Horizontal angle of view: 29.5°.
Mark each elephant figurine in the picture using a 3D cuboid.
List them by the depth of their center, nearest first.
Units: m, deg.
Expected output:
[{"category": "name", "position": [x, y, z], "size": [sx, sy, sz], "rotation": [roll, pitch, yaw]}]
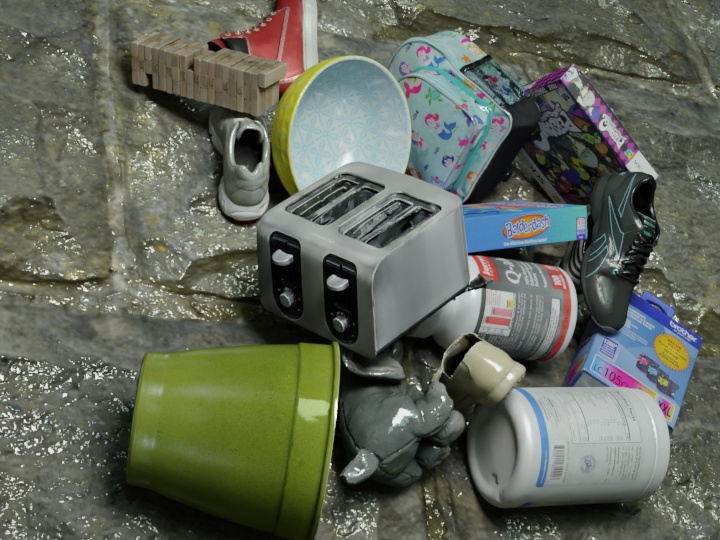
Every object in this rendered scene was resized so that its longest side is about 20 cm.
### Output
[{"category": "elephant figurine", "position": [0.008, 0.132, 1.491], "size": [0.141, 0.155, 0.200], "rotation": [-41, 61, 1]}]

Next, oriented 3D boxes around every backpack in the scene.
[{"category": "backpack", "position": [0.107, -0.202, 1.759], "size": [0.149, 0.178, 0.201], "rotation": [-18, 60, -43]}]

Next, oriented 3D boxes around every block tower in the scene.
[{"category": "block tower", "position": [-0.188, -0.239, 1.652], "size": [0.197, 0.059, 0.054], "rotation": [15, 31, 22]}]

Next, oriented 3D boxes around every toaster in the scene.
[{"category": "toaster", "position": [0.011, -0.017, 1.475], "size": [0.180, 0.120, 0.199], "rotation": [24, 43, 38]}]

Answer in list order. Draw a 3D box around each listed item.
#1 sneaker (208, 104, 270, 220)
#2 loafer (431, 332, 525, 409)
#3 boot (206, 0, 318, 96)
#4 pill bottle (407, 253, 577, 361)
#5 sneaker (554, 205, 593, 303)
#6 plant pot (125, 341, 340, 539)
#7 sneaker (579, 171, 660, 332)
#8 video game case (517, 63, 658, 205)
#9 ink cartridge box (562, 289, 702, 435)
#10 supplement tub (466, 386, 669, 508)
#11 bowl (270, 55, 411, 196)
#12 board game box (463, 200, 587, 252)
[{"category": "sneaker", "position": [-0.137, -0.163, 1.648], "size": [0.075, 0.093, 0.202], "rotation": [-1, 53, -17]}, {"category": "loafer", "position": [0.121, 0.106, 1.509], "size": [0.076, 0.200, 0.068], "rotation": [-44, 96, -16]}, {"category": "boot", "position": [-0.132, -0.319, 1.799], "size": [0.142, 0.073, 0.202], "rotation": [9, 54, -20]}, {"category": "pill bottle", "position": [0.148, 0.041, 1.626], "size": [0.197, 0.116, 0.117], "rotation": [8, 51, -23]}, {"category": "sneaker", "position": [0.321, -0.051, 1.793], "size": [0.075, 0.116, 0.201], "rotation": [33, 46, 0]}, {"category": "plant pot", "position": [-0.130, 0.157, 1.349], "size": [0.190, 0.202, 0.202], "rotation": [9, 49, -6]}, {"category": "sneaker", "position": [0.316, -0.027, 1.656], "size": [0.075, 0.079, 0.203], "rotation": [17, 73, -41]}, {"category": "video game case", "position": [0.268, -0.167, 1.770], "size": [0.036, 0.199, 0.182], "rotation": [-45, 104, -21]}, {"category": "ink cartridge box", "position": [0.340, 0.111, 1.704], "size": [0.135, 0.077, 0.201], "rotation": [33, 44, -1]}, {"category": "supplement tub", "position": [0.231, 0.197, 1.536], "size": [0.197, 0.132, 0.133], "rotation": [3, 53, -28]}, {"category": "bowl", "position": [-0.043, -0.163, 1.678], "size": [0.198, 0.203, 0.107], "rotation": [-20, 22, -38]}, {"category": "board game box", "position": [0.157, -0.056, 1.692], "size": [0.198, 0.151, 0.046], "rotation": [-6, 98, -33]}]
